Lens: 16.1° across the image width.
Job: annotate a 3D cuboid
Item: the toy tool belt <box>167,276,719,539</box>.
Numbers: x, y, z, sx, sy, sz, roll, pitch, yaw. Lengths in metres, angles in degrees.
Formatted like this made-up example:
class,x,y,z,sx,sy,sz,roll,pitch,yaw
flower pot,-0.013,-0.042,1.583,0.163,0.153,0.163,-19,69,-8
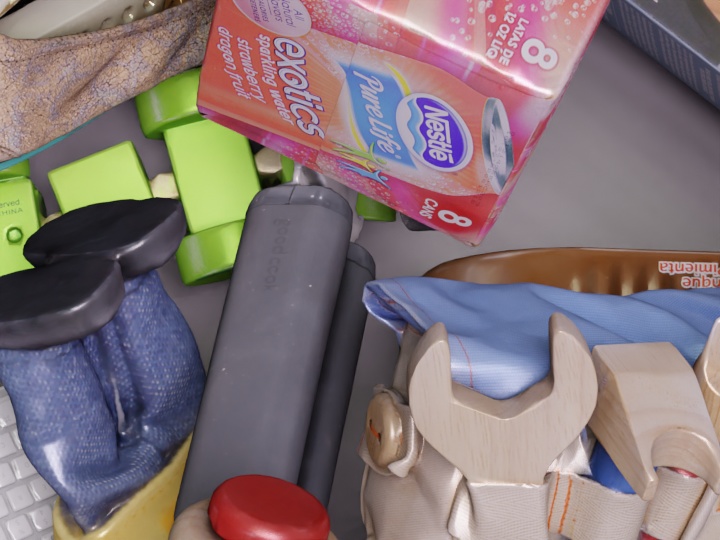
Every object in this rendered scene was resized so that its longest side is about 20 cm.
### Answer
class,x,y,z,sx,sy,sz,roll,pitch,yaw
toy tool belt,0.047,0.039,0.664,0.200,0.125,0.123,1,116,-30

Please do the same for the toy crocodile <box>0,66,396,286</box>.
class,x,y,z,sx,sy,sz,roll,pitch,yaw
toy crocodile,-0.085,-0.017,0.823,0.200,0.062,0.068,-15,84,-3

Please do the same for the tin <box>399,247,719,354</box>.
class,x,y,z,sx,sy,sz,roll,pitch,yaw
tin,0.111,0.023,0.808,0.200,0.112,0.042,3,73,-6

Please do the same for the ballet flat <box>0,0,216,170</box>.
class,x,y,z,sx,sy,sz,roll,pitch,yaw
ballet flat,-0.061,-0.094,0.784,0.068,0.067,0.200,27,44,28

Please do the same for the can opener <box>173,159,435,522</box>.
class,x,y,z,sx,sy,sz,roll,pitch,yaw
can opener,0.000,0.000,0.747,0.067,0.053,0.200,0,56,18

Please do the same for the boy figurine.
class,x,y,z,sx,sy,sz,roll,pitch,yaw
boy figurine,-0.056,0.083,0.770,0.124,0.064,0.200,-45,121,-46

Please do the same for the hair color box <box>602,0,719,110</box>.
class,x,y,z,sx,sy,sz,roll,pitch,yaw
hair color box,0.146,-0.095,0.823,0.200,0.061,0.099,40,88,15

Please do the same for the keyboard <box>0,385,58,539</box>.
class,x,y,z,sx,sy,sz,roll,pitch,yaw
keyboard,-0.154,0.083,0.770,0.200,0.011,0.056,-22,87,-28

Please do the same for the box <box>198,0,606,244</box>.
class,x,y,z,sx,sy,sz,roll,pitch,yaw
box,0.041,-0.123,0.726,0.095,0.103,0.200,27,65,1
